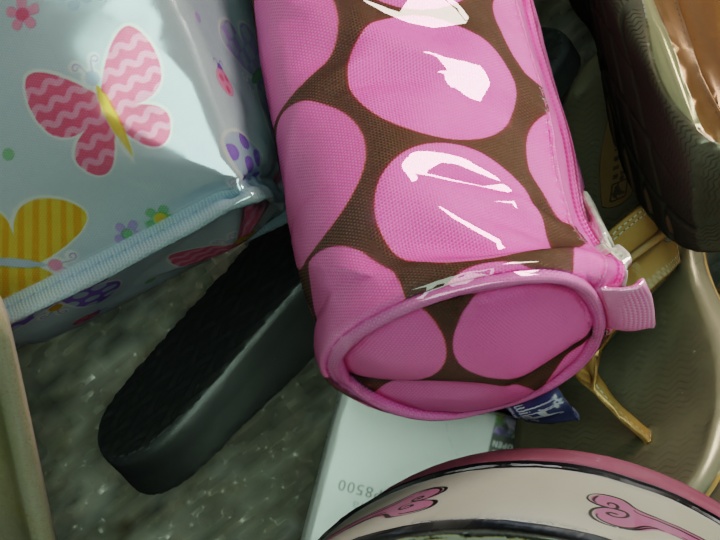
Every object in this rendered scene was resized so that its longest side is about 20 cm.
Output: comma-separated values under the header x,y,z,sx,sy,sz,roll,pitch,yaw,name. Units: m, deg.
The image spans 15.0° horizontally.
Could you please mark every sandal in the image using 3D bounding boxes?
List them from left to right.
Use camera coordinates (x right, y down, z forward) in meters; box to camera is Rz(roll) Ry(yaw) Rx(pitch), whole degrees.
x,y,z,sx,sy,sz,roll,pitch,yaw,name
-0.001,0.000,0.889,0.200,0.075,0.048,-44,114,1,sandal
0.075,0.000,0.847,0.080,0.054,0.200,-21,47,32,sandal

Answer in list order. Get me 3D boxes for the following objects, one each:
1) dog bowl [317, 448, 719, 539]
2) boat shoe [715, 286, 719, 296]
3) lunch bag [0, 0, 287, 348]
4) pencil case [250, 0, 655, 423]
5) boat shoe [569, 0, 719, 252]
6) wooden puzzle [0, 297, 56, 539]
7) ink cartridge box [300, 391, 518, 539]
x,y,z,sx,sy,sz,roll,pitch,yaw,name
0.053,0.139,0.782,0.200,0.074,0.200,7,119,12,dog bowl
0.172,0.070,0.873,0.200,0.068,0.072,43,48,-6,boat shoe
-0.133,-0.054,0.849,0.200,0.127,0.170,-23,86,16,lunch bag
0.020,-0.054,0.807,0.094,0.091,0.200,-19,58,10,pencil case
0.105,-0.086,0.841,0.074,0.076,0.200,-11,41,0,boat shoe
-0.193,0.080,0.815,0.200,0.185,0.046,-5,48,-1,wooden puzzle
0.022,0.143,0.878,0.109,0.050,0.200,15,84,-2,ink cartridge box
